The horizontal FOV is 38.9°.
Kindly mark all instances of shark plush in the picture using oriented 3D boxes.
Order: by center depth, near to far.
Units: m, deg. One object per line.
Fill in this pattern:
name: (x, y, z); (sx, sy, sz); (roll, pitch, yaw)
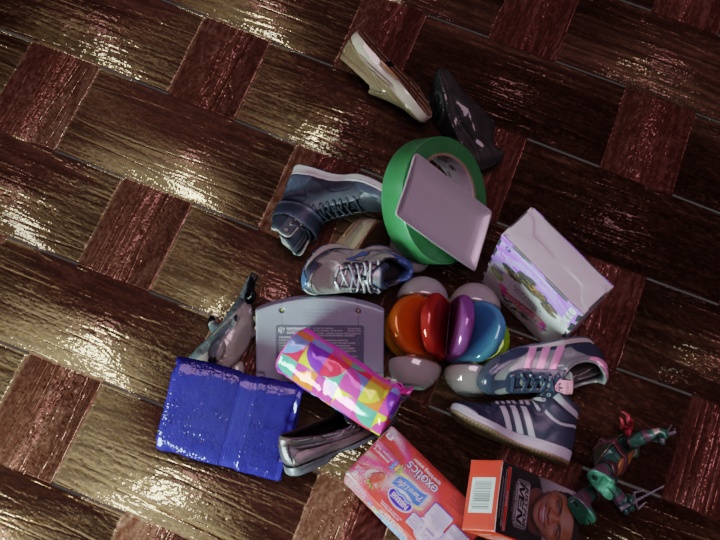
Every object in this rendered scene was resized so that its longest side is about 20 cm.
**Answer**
shark plush: (-0.214, 0.086, 1.585); (0.083, 0.091, 0.201); (8, 73, 33)

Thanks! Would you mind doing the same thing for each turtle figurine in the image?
turtle figurine: (0.388, 0.294, 1.519); (0.100, 0.151, 0.199); (25, 32, 33)

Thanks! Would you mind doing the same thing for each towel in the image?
towel: (-0.194, 0.219, 1.519); (0.198, 0.050, 0.149); (15, 93, -5)

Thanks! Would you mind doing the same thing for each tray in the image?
tray: (0.126, -0.088, 1.577); (0.200, 0.022, 0.108); (32, 69, -39)

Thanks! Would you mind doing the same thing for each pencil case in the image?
pencil case: (-0.025, 0.159, 1.494); (0.199, 0.089, 0.089); (28, 71, 11)

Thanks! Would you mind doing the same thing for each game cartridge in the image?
game cartridge: (-0.062, 0.105, 1.566); (0.198, 0.041, 0.134); (1, 103, -1)

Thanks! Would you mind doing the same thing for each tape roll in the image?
tape roll: (0.119, -0.110, 1.617); (0.199, 0.048, 0.202); (-1, 91, -44)

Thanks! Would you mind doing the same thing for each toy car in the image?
toy car: (0.135, 0.091, 1.555); (0.198, 0.150, 0.176); (7, 69, -1)

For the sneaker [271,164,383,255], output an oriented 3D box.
sneaker: (-0.050, -0.085, 1.624); (0.201, 0.077, 0.147); (11, 61, 31)

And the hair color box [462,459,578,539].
hair color box: (0.234, 0.344, 1.454); (0.199, 0.061, 0.102); (28, 63, -40)

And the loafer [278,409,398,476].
loafer: (-0.032, 0.234, 1.514); (0.199, 0.072, 0.063); (-25, 105, -25)

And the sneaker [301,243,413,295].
sneaker: (0.000, 0.000, 1.557); (0.199, 0.085, 0.078); (-12, 112, -39)

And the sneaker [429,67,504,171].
sneaker: (0.179, -0.254, 1.734); (0.090, 0.076, 0.201); (-15, 78, -19)

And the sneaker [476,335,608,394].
sneaker: (0.274, 0.154, 1.514); (0.198, 0.071, 0.082); (-15, 36, -11)

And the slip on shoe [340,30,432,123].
slip on shoe: (0.042, -0.322, 1.752); (0.200, 0.076, 0.061); (48, 114, 5)

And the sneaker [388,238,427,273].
sneaker: (0.077, -0.099, 1.654); (0.075, 0.089, 0.202); (-4, 70, -6)

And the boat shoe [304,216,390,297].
boat shoe: (-0.033, -0.004, 1.631); (0.065, 0.072, 0.200); (21, 68, 45)

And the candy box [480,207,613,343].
candy box: (0.279, 0.019, 1.562); (0.071, 0.200, 0.168); (-40, 76, -16)

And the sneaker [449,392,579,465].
sneaker: (0.240, 0.213, 1.558); (0.199, 0.070, 0.109); (22, 75, -2)

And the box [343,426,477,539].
box: (0.078, 0.338, 1.490); (0.200, 0.096, 0.100); (43, 72, 11)
